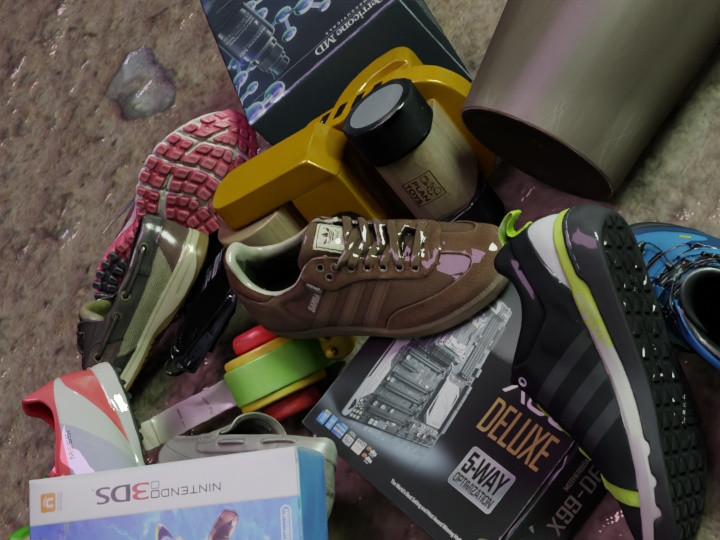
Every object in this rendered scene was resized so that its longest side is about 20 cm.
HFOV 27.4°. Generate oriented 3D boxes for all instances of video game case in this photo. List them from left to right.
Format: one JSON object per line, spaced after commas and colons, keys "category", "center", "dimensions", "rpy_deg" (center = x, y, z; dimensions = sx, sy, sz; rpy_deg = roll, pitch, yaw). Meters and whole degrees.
{"category": "video game case", "center": [-0.105, 0.212, 0.852], "dimensions": [0.180, 0.045, 0.202], "rpy_deg": [-10, 73, 20]}

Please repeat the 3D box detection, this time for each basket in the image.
{"category": "basket", "center": [0.161, -0.160, 0.957], "dimensions": [0.180, 0.136, 0.201], "rpy_deg": [19, 77, 50]}

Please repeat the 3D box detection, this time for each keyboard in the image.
{"category": "keyboard", "center": [-0.103, 0.015, 1.121], "dimensions": [0.104, 0.039, 0.200], "rpy_deg": [-52, 16, 22]}

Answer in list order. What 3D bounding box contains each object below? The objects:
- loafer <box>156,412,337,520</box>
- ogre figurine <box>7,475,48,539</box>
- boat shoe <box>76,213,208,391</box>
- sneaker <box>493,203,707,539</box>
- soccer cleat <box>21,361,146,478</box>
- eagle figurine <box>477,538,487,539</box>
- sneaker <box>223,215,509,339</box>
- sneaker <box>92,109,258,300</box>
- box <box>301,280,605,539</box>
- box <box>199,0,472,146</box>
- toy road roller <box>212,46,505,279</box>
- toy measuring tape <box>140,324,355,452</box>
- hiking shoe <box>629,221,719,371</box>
{"category": "loafer", "center": [-0.075, 0.130, 0.983], "dimensions": [0.199, 0.070, 0.070], "rpy_deg": [5, 67, 56]}
{"category": "ogre figurine", "center": [-0.238, 0.242, 1.045], "dimensions": [0.200, 0.098, 0.120], "rpy_deg": [-40, 27, -5]}
{"category": "boat shoe", "center": [-0.189, 0.044, 1.147], "dimensions": [0.201, 0.065, 0.073], "rpy_deg": [-58, 12, 10]}
{"category": "sneaker", "center": [0.125, 0.060, 0.795], "dimensions": [0.082, 0.072, 0.202], "rpy_deg": [-16, 90, 32]}
{"category": "soccer cleat", "center": [-0.173, 0.157, 1.012], "dimensions": [0.073, 0.068, 0.201], "rpy_deg": [-15, 59, -18]}
{"category": "eagle figurine", "center": [0.068, 0.239, 0.728], "dimensions": [0.150, 0.152, 0.201], "rpy_deg": [-1, 51, 20]}
{"category": "sneaker", "center": [0.000, 0.000, 0.938], "dimensions": [0.199, 0.076, 0.071], "rpy_deg": [-14, 51, 31]}
{"category": "sneaker", "center": [-0.151, -0.053, 1.181], "dimensions": [0.200, 0.080, 0.075], "rpy_deg": [-50, 15, 26]}
{"category": "box", "center": [0.073, 0.085, 0.903], "dimensions": [0.158, 0.050, 0.200], "rpy_deg": [-51, 38, -3]}
{"category": "box", "center": [-0.024, -0.184, 1.170], "dimensions": [0.148, 0.107, 0.201], "rpy_deg": [-39, 41, 12]}
{"category": "toy road roller", "center": [0.005, -0.069, 1.046], "dimensions": [0.199, 0.123, 0.146], "rpy_deg": [-28, 29, 25]}
{"category": "toy measuring tape", "center": [-0.091, 0.086, 1.039], "dimensions": [0.199, 0.074, 0.074], "rpy_deg": [-27, 44, 22]}
{"category": "hiking shoe", "center": [0.197, 0.012, 0.813], "dimensions": [0.075, 0.087, 0.200], "rpy_deg": [-50, 38, -1]}
